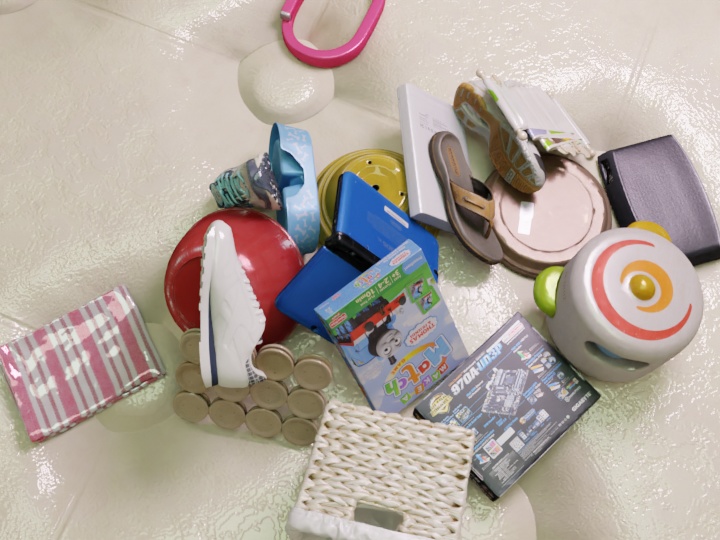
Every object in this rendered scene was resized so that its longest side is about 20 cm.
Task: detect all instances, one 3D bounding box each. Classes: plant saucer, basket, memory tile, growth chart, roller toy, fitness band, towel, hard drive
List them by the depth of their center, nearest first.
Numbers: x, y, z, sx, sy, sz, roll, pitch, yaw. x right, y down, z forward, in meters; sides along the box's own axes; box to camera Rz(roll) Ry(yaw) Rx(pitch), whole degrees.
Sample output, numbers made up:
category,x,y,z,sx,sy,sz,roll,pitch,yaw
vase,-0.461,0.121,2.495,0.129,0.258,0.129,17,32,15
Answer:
category,x,y,z,sx,sy,sz,roll,pitch,yaw
basket,0.025,0.268,1.109,0.196,0.200,0.162,12,68,3
memory tile,-0.140,0.150,1.184,0.198,0.154,0.017,13,34,1
roller toy,0.350,0.043,1.217,0.199,0.140,0.183,-22,72,-18
towel,-0.379,0.123,1.247,0.199,0.030,0.147,-28,73,-11
hard drive,0.110,-0.154,1.315,0.027,0.131,0.202,-23,63,39
growth chart,0.260,-0.221,1.328,0.199,0.018,0.145,2,55,-46
hard drive,0.436,-0.099,1.332,0.134,0.042,0.201,-14,70,-6
plant saucer,0.267,-0.084,1.333,0.198,0.030,0.202,0,71,0
fitness band,-0.042,-0.411,1.446,0.143,0.037,0.201,23,72,7

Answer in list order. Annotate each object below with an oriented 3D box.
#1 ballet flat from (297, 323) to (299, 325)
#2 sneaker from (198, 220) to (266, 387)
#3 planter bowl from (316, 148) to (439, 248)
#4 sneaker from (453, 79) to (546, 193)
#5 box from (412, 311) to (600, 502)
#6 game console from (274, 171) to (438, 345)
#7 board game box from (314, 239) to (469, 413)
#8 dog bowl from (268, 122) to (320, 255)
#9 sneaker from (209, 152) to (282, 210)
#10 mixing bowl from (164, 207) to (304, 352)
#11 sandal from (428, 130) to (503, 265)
category,x,y,z,sx,sy,sz,roll,pitch,yaw
ballet flat,-0.141,0.005,1.284,0.199,0.072,0.072,35,73,9
sneaker,-0.155,0.040,1.110,0.080,0.076,0.202,-2,94,-7
planter bowl,0.021,-0.102,1.307,0.198,0.084,0.202,0,69,-1
sneaker,0.221,-0.203,1.331,0.087,0.076,0.201,-19,67,-30
box,0.193,0.178,1.224,0.200,0.046,0.159,-41,75,-14
game console,0.000,0.000,1.223,0.118,0.200,0.172,-23,47,36
board game box,0.046,0.082,1.187,0.151,0.201,0.037,-36,38,-12
dog bowl,-0.094,-0.112,1.299,0.049,0.112,0.202,-2,69,-15
sneaker,-0.158,-0.108,1.252,0.086,0.200,0.078,-17,94,-10
mixing bowl,-0.179,0.023,1.200,0.198,0.108,0.202,2,98,16
sandal,0.155,-0.105,1.278,0.081,0.054,0.202,-8,79,-50
